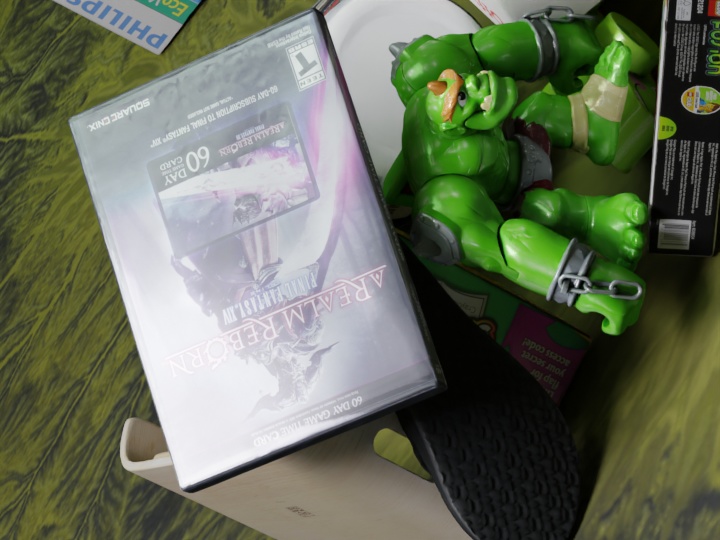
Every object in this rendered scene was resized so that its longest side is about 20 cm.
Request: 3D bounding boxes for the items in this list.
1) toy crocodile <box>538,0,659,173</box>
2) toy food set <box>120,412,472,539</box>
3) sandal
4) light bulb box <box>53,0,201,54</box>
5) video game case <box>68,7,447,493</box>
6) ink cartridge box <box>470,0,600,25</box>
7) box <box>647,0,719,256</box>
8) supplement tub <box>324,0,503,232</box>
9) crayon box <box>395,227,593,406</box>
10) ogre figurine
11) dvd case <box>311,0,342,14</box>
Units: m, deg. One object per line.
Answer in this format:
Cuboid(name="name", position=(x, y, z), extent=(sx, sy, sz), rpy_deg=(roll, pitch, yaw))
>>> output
Cuboid(name="toy crocodile", position=(0.128, -0.119, 1.529), extent=(0.068, 0.062, 0.200), rpy_deg=(-52, 32, 17))
Cuboid(name="toy food set", position=(-0.023, 0.103, 1.481), extent=(0.200, 0.143, 0.061), rpy_deg=(-14, 53, 57))
Cuboid(name="sandal", position=(0.042, 0.058, 1.382), extent=(0.075, 0.201, 0.048), rpy_deg=(-37, 7, -13))
Cuboid(name="light bulb box", position=(-0.206, -0.307, 2.141), extent=(0.125, 0.198, 0.201), rpy_deg=(-48, 30, 29))
Cuboid(name="video game case", position=(-0.053, -0.010, 1.345), extent=(0.142, 0.019, 0.201), rpy_deg=(-23, 74, 16))
Cuboid(name="ink cartridge box", position=(0.050, -0.232, 1.473), extent=(0.083, 0.200, 0.147), rpy_deg=(-38, 40, -2))
Cuboid(name="box", position=(0.163, -0.110, 1.340), extent=(0.200, 0.034, 0.111), rpy_deg=(86, -171, -54))
Cuboid(name="supplement tub", position=(0.001, -0.080, 1.607), extent=(0.200, 0.122, 0.123), rpy_deg=(137, 153, -68))
Cuboid(name="crayon box", position=(0.000, 0.000, 1.473), extent=(0.059, 0.199, 0.172), rpy_deg=(-64, 26, -1))
Cuboid(name="ogre figurine", position=(0.077, -0.056, 1.397), extent=(0.098, 0.119, 0.201), rpy_deg=(124, 148, -66))
Cuboid(name="dvd case", position=(-0.030, -0.147, 1.797), extent=(0.146, 0.022, 0.200), rpy_deg=(-43, 10, 34))
